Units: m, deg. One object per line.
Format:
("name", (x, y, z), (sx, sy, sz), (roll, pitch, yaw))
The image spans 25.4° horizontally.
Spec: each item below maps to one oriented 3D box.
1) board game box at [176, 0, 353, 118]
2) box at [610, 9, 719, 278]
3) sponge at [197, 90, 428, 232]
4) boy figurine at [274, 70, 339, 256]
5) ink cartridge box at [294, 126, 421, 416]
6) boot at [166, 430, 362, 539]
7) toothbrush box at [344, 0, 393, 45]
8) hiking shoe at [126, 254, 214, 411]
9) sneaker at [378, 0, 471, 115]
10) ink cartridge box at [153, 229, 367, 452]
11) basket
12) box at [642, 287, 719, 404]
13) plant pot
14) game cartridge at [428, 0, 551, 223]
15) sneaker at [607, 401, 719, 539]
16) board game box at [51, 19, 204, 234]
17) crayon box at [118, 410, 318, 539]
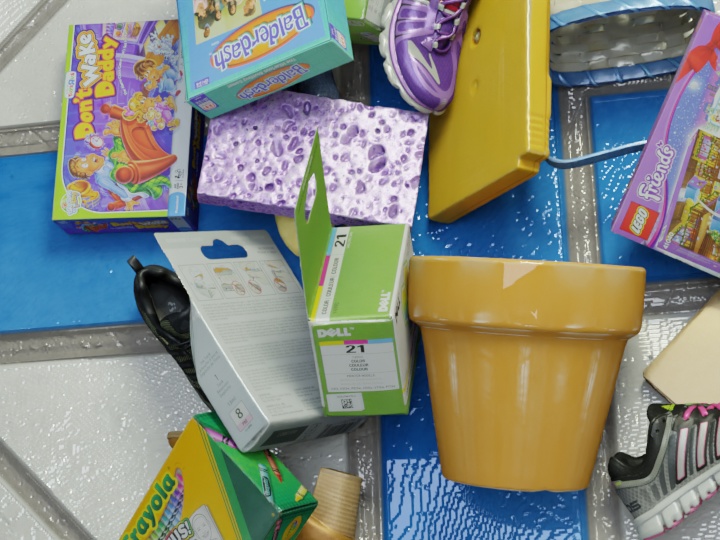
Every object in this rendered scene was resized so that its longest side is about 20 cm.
("board game box", (-0.093, -0.255, 1.426), (0.151, 0.045, 0.202), (-18, 64, 22))
("box", (0.312, -0.100, 1.344), (0.136, 0.039, 0.202), (23, 105, 4))
("sponge", (-0.043, -0.101, 1.435), (0.197, 0.030, 0.113), (9, 72, 3))
("boy figurine", (-0.048, -0.111, 1.486), (0.123, 0.064, 0.203), (-4, 75, -5))
("ink cartridge box", (0.000, 0.000, 1.342), (0.075, 0.202, 0.148), (-2, 33, 10))
("boot", (-0.099, 0.228, 1.395), (0.199, 0.071, 0.146), (14, 84, 21))
("toothbrush box", (-0.051, -0.298, 1.500), (0.198, 0.086, 0.148), (9, 84, 30))
("hiking shoe", (-0.140, 0.069, 1.431), (0.200, 0.101, 0.076), (40, 85, 19))
("sneaker", (0.071, -0.241, 1.426), (0.083, 0.080, 0.203), (-3, 81, 52))
("ink cartridge box", (-0.091, 0.058, 1.393), (0.057, 0.162, 0.201), (-48, 66, 26))
("basket", (0.233, -0.196, 1.415), (0.174, 0.139, 0.203), (-11, 74, 8))
("box", (0.368, 0.072, 1.371), (0.163, 0.021, 0.200), (42, 85, 20))
("plant pot", (0.135, 0.085, 1.336), (0.197, 0.200, 0.186), (3, 90, 12))
("game cartridge", (0.114, -0.161, 1.423), (0.032, 0.176, 0.203), (9, 73, -25))
("sneaker", (0.282, 0.132, 1.319), (0.200, 0.074, 0.088), (-46, 79, 18))
("board game box", (-0.220, -0.139, 1.539), (0.133, 0.045, 0.203), (-2, 73, 11))
("crayon box", (-0.134, 0.232, 1.354), (0.119, 0.058, 0.201), (43, 115, 25))
